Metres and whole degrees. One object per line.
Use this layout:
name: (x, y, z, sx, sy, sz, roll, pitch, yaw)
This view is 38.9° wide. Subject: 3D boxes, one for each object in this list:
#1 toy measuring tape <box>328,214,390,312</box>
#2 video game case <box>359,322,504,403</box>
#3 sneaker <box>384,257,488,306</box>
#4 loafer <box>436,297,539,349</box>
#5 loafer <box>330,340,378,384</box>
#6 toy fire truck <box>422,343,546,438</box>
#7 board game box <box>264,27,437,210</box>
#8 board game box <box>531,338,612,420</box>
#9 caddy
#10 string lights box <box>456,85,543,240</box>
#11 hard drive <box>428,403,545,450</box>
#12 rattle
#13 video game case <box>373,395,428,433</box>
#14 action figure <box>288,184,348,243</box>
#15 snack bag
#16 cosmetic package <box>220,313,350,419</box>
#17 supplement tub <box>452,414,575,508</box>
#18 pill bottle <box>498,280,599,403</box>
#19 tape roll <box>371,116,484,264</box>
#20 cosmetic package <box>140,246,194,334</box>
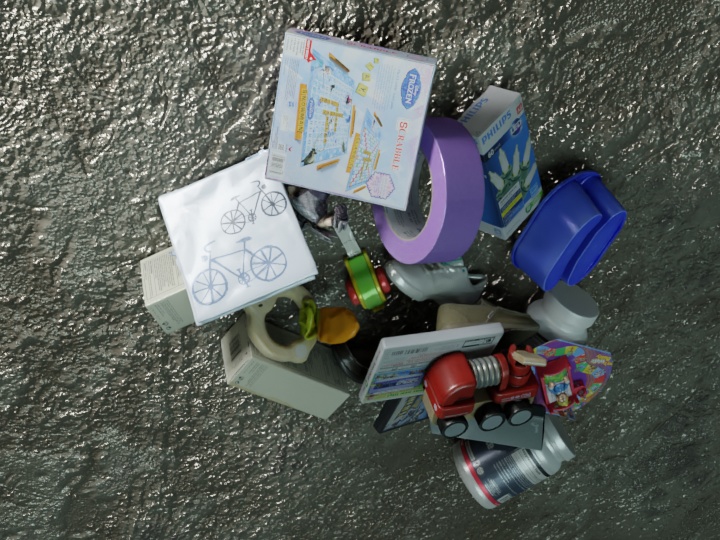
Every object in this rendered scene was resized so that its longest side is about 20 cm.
toy measuring tape: (0.000, 0.000, 1.573, 0.073, 0.074, 0.201, -23, 133, 3)
video game case: (0.109, 0.146, 1.605, 0.198, 0.022, 0.183, -7, 148, -18)
sneaker: (0.123, 0.005, 1.620, 0.199, 0.076, 0.089, 20, 119, -42)
loafer: (0.204, 0.081, 1.636, 0.198, 0.069, 0.076, 4, 147, -34)
loafer: (0.030, 0.151, 1.719, 0.071, 0.073, 0.199, -45, 137, 19)
toy fire truck: (0.199, 0.163, 1.554, 0.174, 0.129, 0.201, -7, 137, -15)
board game box: (-0.015, -0.197, 1.337, 0.197, 0.041, 0.202, 14, 114, 4)
board game box: (0.337, 0.194, 1.705, 0.198, 0.039, 0.159, 15, 124, -29)
caddy: (0.318, -0.064, 1.592, 0.140, 0.105, 0.201, -8, 138, -41)
string lights box: (0.199, -0.154, 1.478, 0.103, 0.059, 0.201, -46, 138, -22)
hard drive: (0.217, 0.257, 1.755, 0.198, 0.033, 0.140, 7, 150, 13)
rattle: (-0.125, 0.060, 1.531, 0.200, 0.143, 0.131, 40, 82, -26)
video game case: (0.128, 0.188, 1.756, 0.180, 0.026, 0.201, -9, 136, -43)
action figure: (-0.052, -0.126, 1.434, 0.130, 0.069, 0.201, 35, 107, 2)
snack bag: (-0.176, -0.048, 1.420, 0.187, 0.202, 0.021, -23, 169, 4)
cosmetic package: (-0.121, 0.157, 1.650, 0.199, 0.104, 0.073, 27, 120, -32)
supplement tub: (0.286, 0.341, 1.908, 0.199, 0.141, 0.140, -33, 131, 12)
pill bottle: (0.317, 0.122, 1.745, 0.115, 0.117, 0.201, 11, 125, -25)
tape roll: (0.090, -0.111, 1.410, 0.065, 0.201, 0.201, -4, 132, -29)
cosmetic package: (-0.215, 0.000, 1.486, 0.198, 0.106, 0.071, -23, 134, 5)
